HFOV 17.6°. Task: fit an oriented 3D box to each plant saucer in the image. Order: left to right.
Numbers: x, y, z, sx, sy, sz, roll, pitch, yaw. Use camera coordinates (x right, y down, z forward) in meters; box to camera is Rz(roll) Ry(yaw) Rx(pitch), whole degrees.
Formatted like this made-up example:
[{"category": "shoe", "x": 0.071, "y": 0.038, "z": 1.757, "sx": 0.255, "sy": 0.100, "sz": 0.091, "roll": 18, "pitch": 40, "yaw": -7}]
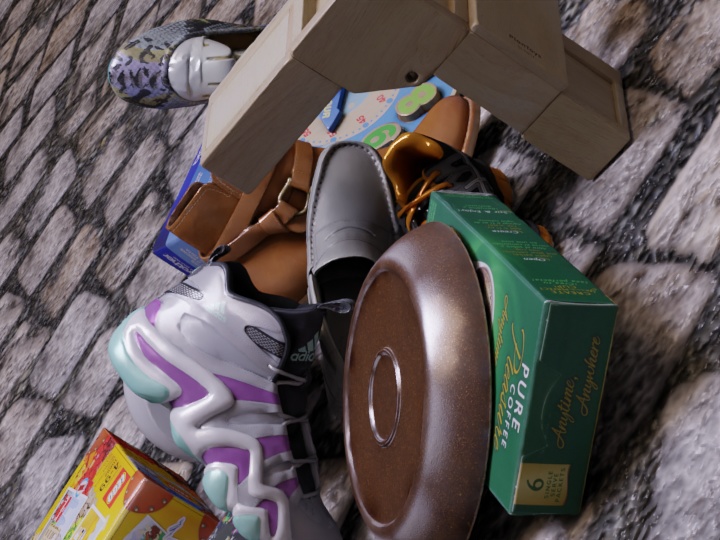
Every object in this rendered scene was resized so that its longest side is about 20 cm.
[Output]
[{"category": "plant saucer", "x": 0.026, "y": 0.072, "z": 1.312, "sx": 0.200, "sy": 0.032, "sz": 0.200, "roll": -177, "pitch": 90, "yaw": -72}]

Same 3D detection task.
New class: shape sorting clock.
[{"category": "shape sorting clock", "x": -0.018, "y": -0.134, "z": 1.715, "sx": 0.200, "sy": 0.039, "sz": 0.200, "roll": -16, "pitch": 50, "yaw": 20}]

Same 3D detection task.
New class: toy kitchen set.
[{"category": "toy kitchen set", "x": 0.035, "y": -0.121, "z": 1.472, "sx": 0.180, "sy": 0.200, "sz": 0.163, "roll": -48, "pitch": 22, "yaw": 29}]

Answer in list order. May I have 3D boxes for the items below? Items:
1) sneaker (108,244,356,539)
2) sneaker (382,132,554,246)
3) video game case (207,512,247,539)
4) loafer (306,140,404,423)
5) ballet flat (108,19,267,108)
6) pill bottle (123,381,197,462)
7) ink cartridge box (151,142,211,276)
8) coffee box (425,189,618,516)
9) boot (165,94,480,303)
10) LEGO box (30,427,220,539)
[{"category": "sneaker", "x": -0.046, "y": 0.074, "z": 1.410, "sx": 0.140, "sy": 0.200, "sz": 0.078, "roll": -42, "pitch": -5, "yaw": 14}, {"category": "sneaker", "x": 0.059, "y": -0.026, "z": 1.452, "sx": 0.078, "sy": 0.077, "sz": 0.200, "roll": -51, "pitch": 23, "yaw": 11}, {"category": "video game case", "x": -0.106, "y": 0.263, "z": 1.456, "sx": 0.200, "sy": 0.036, "sz": 0.181, "roll": -56, "pitch": 20, "yaw": 2}, {"category": "loafer", "x": 0.000, "y": 0.000, "z": 1.482, "sx": 0.070, "sy": 0.070, "sz": 0.200, "roll": 82, "pitch": -179, "yaw": -63}, {"category": "ballet flat", "x": -0.103, "y": -0.169, "z": 1.888, "sx": 0.072, "sy": 0.200, "sz": 0.072, "roll": 21, "pitch": 115, "yaw": 55}, {"category": "pill bottle", "x": -0.104, "y": 0.070, "z": 1.570, "sx": 0.111, "sy": 0.111, "sz": 0.200, "roll": -57, "pitch": 6, "yaw": 0}, {"category": "ink cartridge box", "x": -0.083, "y": -0.066, "z": 1.840, "sx": 0.200, "sy": 0.076, "sz": 0.137, "roll": -27, "pitch": 36, "yaw": 56}, {"category": "coffee box", "x": 0.077, "y": 0.041, "z": 1.276, "sx": 0.200, "sy": 0.044, "sz": 0.123, "roll": -133, "pitch": 49, "yaw": -66}, {"category": "boot", "x": -0.024, "y": -0.065, "z": 1.578, "sx": 0.200, "sy": 0.155, "sz": 0.077, "roll": -56, "pitch": 13, "yaw": 5}, {"category": "LEGO box", "x": -0.191, "y": 0.228, "z": 1.640, "sx": 0.200, "sy": 0.077, "sz": 0.149, "roll": -57, "pitch": 20, "yaw": -1}]
